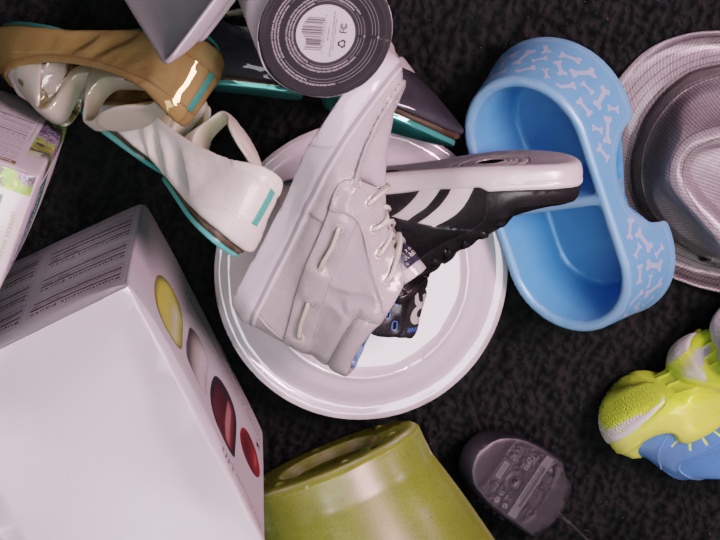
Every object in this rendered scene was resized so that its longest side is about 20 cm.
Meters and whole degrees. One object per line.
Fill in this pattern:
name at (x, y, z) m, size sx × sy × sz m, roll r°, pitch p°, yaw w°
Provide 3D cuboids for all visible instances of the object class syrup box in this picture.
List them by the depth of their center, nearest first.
syrup box at (-0.237, -0.056, 1.265) m, size 0.081 × 0.200 × 0.079 m, roll 19°, pitch 103°, yaw -8°

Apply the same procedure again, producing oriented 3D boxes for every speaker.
speaker at (-0.038, -0.177, 1.240) m, size 0.081 × 0.200 × 0.082 m, roll -5°, pitch 117°, yaw -9°

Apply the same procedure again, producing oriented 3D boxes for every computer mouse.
computer mouse at (0.147, 0.178, 1.445) m, size 0.200 × 0.034 × 0.059 m, roll 39°, pitch 83°, yaw -18°

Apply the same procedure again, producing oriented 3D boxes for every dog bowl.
dog bowl at (0.133, -0.051, 1.336) m, size 0.111 × 0.050 × 0.201 m, roll -6°, pitch 110°, yaw 39°

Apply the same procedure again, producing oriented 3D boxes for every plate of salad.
plate of salad at (0.000, 0.000, 1.374) m, size 0.199 × 0.048 × 0.201 m, roll -1°, pitch 95°, yaw -8°

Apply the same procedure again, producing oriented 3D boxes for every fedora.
fedora at (0.257, -0.062, 1.348) m, size 0.199 × 0.090 × 0.177 m, roll 24°, pitch 103°, yaw -9°

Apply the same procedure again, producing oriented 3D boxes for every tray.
tray at (-0.104, -0.201, 1.240) m, size 0.022 × 0.200 × 0.108 m, roll 31°, pitch 104°, yaw -32°

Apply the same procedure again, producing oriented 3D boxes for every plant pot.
plant pot at (0.013, 0.212, 1.374) m, size 0.200 × 0.200 × 0.194 m, roll -22°, pitch 93°, yaw 3°

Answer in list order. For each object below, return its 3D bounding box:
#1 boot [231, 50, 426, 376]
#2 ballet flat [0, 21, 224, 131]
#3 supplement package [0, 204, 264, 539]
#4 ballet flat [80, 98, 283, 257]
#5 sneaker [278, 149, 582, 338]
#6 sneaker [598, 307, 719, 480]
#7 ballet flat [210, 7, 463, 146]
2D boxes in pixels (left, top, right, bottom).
boot at (0.003, -0.032, 1.247) m, size 0.095 × 0.074 × 0.201 m, roll 31°, pitch 117°, yaw 6°
ballet flat at (-0.172, -0.119, 1.266) m, size 0.069 × 0.199 × 0.063 m, roll 36°, pitch 66°, yaw -45°
supplement package at (-0.164, 0.091, 1.311) m, size 0.147 × 0.200 × 0.192 m, roll -25°, pitch 106°, yaw 4°
ballet flat at (-0.109, -0.079, 1.285) m, size 0.069 × 0.200 × 0.070 m, roll -19°, pitch 129°, yaw -26°
sneaker at (0.050, -0.014, 1.304) m, size 0.199 × 0.073 × 0.112 m, roll -4°, pitch 101°, yaw 19°
sneaker at (0.264, 0.081, 1.387) m, size 0.200 × 0.076 × 0.105 m, roll -31°, pitch 123°, yaw 34°
ballet flat at (-0.025, -0.135, 1.325) m, size 0.199 × 0.073 × 0.073 m, roll 13°, pitch 105°, yaw 0°
